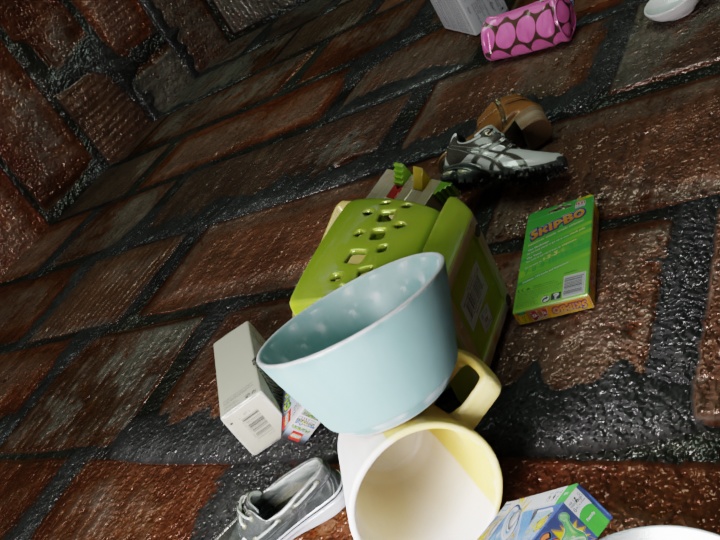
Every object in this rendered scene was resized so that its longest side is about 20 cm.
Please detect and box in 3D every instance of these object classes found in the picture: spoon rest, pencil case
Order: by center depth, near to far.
[{"bbox_3d":[0.567,-0.476,1.305,0.197,0.061,0.100,-20,30,26],"label":"spoon rest"},{"bbox_3d":[0.326,-0.480,1.554,0.198,0.094,0.091,-5,40,46],"label":"pencil case"}]

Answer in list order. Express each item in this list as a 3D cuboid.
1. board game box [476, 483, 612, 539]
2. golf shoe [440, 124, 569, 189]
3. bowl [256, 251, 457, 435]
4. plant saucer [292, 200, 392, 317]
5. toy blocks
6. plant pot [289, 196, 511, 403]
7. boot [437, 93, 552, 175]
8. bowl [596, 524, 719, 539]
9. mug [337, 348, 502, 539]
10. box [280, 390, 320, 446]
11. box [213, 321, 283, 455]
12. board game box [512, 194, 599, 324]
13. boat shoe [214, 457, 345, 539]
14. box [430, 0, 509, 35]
[{"bbox_3d":[0.108,0.235,0.608,0.135,0.034,0.201,-45,-11,-18],"label":"board game box"},{"bbox_3d":[0.210,-0.174,1.168,0.197,0.077,0.097,0,83,31],"label":"golf shoe"},{"bbox_3d":[0.013,0.077,0.737,0.198,0.106,0.201,-28,12,6],"label":"bowl"},{"bbox_3d":[0.000,0.000,1.165,0.198,0.048,0.203,8,73,54],"label":"plant saucer"},{"bbox_3d":[0.059,-0.083,1.253,0.138,0.100,0.199,-53,34,-9],"label":"toy blocks"},{"bbox_3d":[0.062,0.038,0.935,0.179,0.201,0.201,-6,38,34],"label":"plant pot"},{"bbox_3d":[0.208,-0.228,1.306,0.198,0.077,0.156,-29,29,8],"label":"boot"},{"bbox_3d":[0.200,0.277,0.504,0.199,0.091,0.202,-28,27,15],"label":"bowl"},{"bbox_3d":[0.059,0.184,0.780,0.184,0.152,0.153,-24,17,-8],"label":"mug"},{"bbox_3d":[-0.064,0.121,1.052,0.111,0.034,0.201,-55,21,28],"label":"box"},{"bbox_3d":[-0.155,0.160,1.110,0.068,0.083,0.201,-34,28,3],"label":"box"},{"bbox_3d":[0.248,-0.018,0.986,0.094,0.030,0.202,-17,35,31],"label":"board game box"},{"bbox_3d":[-0.107,0.274,0.883,0.199,0.071,0.072,-36,27,1],"label":"boat shoe"},{"bbox_3d":[0.233,-0.671,1.863,0.104,0.185,0.200,-36,27,-1],"label":"box"}]
